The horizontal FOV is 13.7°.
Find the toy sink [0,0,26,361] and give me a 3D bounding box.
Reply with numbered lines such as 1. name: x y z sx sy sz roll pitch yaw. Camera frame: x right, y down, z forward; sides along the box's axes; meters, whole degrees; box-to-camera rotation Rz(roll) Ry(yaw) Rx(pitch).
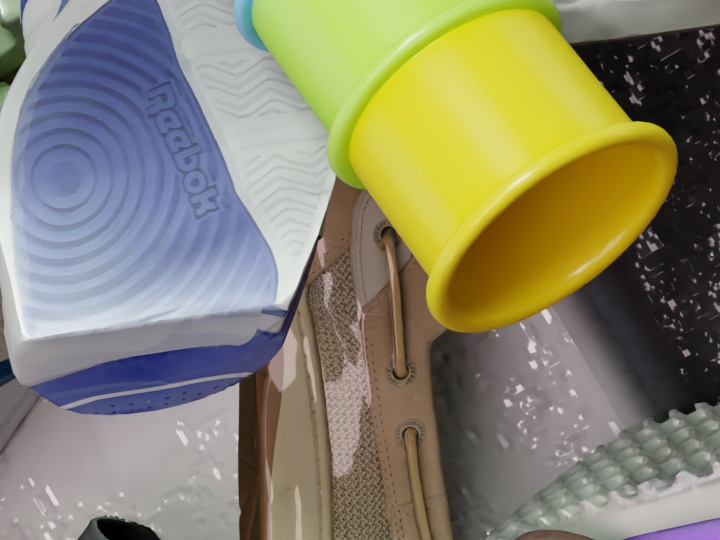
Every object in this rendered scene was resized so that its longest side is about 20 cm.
1. toy sink: -0.150 -0.034 0.796 0.200 0.112 0.131 -19 79 1

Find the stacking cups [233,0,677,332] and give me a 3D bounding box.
1. stacking cups: -0.010 -0.081 0.641 0.061 0.060 0.200 -50 59 30

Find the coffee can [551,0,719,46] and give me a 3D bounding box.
1. coffee can: 0.051 -0.162 0.689 0.146 0.146 0.200 -1 105 28

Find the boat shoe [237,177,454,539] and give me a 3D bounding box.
1. boat shoe: 0.000 0.000 0.823 0.064 0.071 0.200 -1 99 -8

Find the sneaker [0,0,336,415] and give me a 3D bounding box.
1. sneaker: -0.044 -0.050 0.720 0.080 0.115 0.200 -3 62 -1

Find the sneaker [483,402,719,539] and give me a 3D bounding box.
1. sneaker: 0.123 0.082 0.773 0.200 0.070 0.100 -18 99 32

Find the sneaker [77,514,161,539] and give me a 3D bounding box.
1. sneaker: -0.115 0.121 0.886 0.200 0.076 0.116 10 100 -12

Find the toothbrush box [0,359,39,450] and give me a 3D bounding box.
1. toothbrush box: -0.212 0.017 0.924 0.200 0.085 0.146 44 121 11

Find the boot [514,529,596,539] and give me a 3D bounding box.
1. boot: 0.048 0.184 0.766 0.077 0.155 0.200 10 140 25
